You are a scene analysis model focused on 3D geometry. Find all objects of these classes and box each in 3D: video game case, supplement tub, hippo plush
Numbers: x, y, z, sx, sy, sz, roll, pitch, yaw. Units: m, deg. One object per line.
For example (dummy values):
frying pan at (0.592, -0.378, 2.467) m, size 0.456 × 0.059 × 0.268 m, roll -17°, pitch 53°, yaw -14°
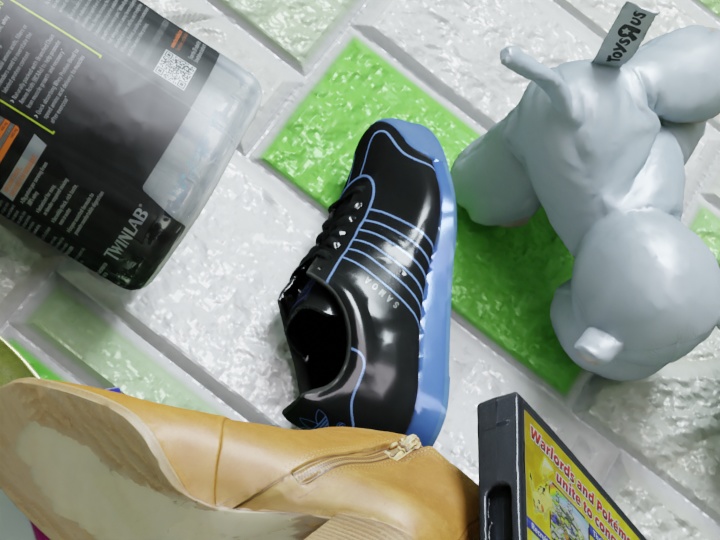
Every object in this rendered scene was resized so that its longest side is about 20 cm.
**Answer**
video game case at (0.106, 0.180, 1.116) m, size 0.200 × 0.025 × 0.182 m, roll 48°, pitch 32°, yaw -42°
supplement tub at (-0.157, -0.089, 1.214) m, size 0.199 × 0.123 × 0.123 m, roll 32°, pitch 47°, yaw -7°
hippo plush at (0.151, -0.032, 1.326) m, size 0.158 × 0.200 × 0.162 m, roll -21°, pitch 77°, yaw -16°

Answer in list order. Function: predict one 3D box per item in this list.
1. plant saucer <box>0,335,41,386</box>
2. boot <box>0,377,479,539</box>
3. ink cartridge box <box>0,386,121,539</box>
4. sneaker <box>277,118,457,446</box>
plant saucer at (-0.217, 0.093, 1.110) m, size 0.199 × 0.031 × 0.201 m, roll 16°, pitch 51°, yaw -20°
boot at (-0.050, 0.090, 1.097) m, size 0.200 × 0.071 × 0.144 m, roll 24°, pitch 19°, yaw 17°
ink cartridge box at (-0.103, 0.145, 1.107) m, size 0.094 × 0.037 × 0.201 m, roll -8°, pitch 71°, yaw -44°
sneaker at (0.000, 0.000, 1.280) m, size 0.077 × 0.070 × 0.201 m, roll 18°, pitch 51°, yaw -25°
